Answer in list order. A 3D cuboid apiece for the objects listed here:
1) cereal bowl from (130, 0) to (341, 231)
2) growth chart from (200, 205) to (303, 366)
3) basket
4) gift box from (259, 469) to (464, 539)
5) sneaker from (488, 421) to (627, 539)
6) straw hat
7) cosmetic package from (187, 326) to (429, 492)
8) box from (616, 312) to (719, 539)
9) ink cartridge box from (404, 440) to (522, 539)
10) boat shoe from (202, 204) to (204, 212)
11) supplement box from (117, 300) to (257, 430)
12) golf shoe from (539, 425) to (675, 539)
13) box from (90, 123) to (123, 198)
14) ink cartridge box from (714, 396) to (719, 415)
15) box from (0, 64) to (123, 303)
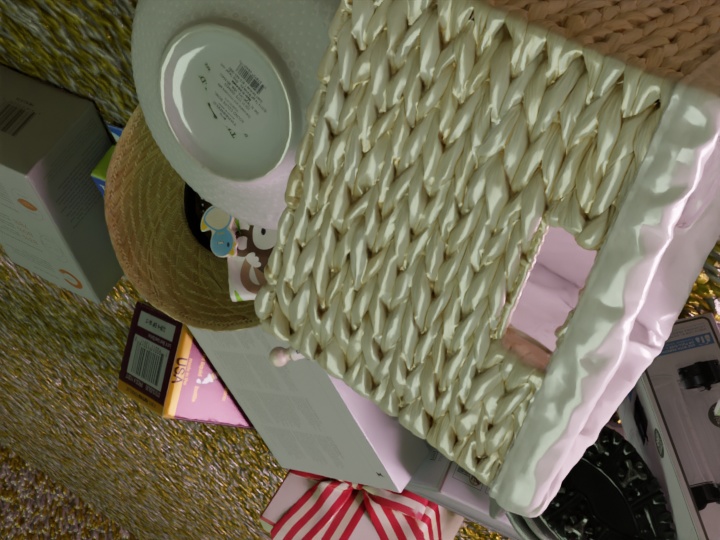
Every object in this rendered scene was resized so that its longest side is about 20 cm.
[{"bbox_3d":[-0.060,-0.111,0.651,0.198,0.083,0.202,15,122,25],"label":"cereal bowl"},{"bbox_3d":[-0.042,-0.037,0.740,0.202,0.143,0.018,70,-164,6],"label":"growth chart"},{"bbox_3d":[0.083,-0.042,0.500,0.160,0.199,0.200,31,123,20],"label":"basket"},{"bbox_3d":[0.008,0.276,1.179,0.183,0.201,0.188,18,149,20],"label":"gift box"},{"bbox_3d":[0.185,0.174,0.822,0.197,0.117,0.075,8,162,-5],"label":"sneaker"},{"bbox_3d":[-0.082,-0.058,0.805,0.200,0.203,0.085,28,-173,13],"label":"straw hat"},{"bbox_3d":[-0.050,0.083,0.883,0.150,0.052,0.201,3,131,48],"label":"cosmetic package"},{"bbox_3d":[0.225,0.144,0.706,0.059,0.202,0.117,-12,145,1],"label":"box"},{"bbox_3d":[0.137,0.186,0.941,0.198,0.085,0.175,27,167,-11],"label":"ink cartridge box"},{"bbox_3d":[-0.107,-0.014,0.945,0.065,0.073,0.200,49,-179,39],"label":"boat shoe"},{"bbox_3d":[-0.106,0.093,1.007,0.198,0.087,0.110,13,-179,-35],"label":"supplement box"},{"bbox_3d":[0.130,0.124,0.741,0.200,0.078,0.095,47,176,16],"label":"golf shoe"},{"bbox_3d":[-0.168,-0.039,1.024,0.121,0.048,0.201,19,151,28],"label":"box"},{"bbox_3d":[0.244,0.028,0.587,0.059,0.104,0.201,24,152,19],"label":"ink cartridge box"},{"bbox_3d":[-0.299,-0.079,1.053,0.123,0.098,0.201,23,151,22],"label":"box"}]
